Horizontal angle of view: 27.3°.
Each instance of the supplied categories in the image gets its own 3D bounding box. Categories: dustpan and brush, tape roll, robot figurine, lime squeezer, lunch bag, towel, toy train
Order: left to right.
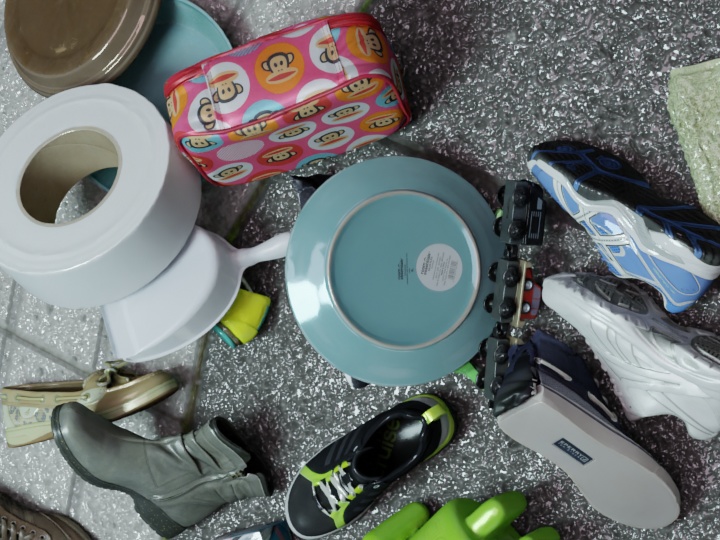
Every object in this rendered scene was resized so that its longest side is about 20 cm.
[{"bbox_3d":[-0.249,-0.068,1.341,0.202,0.071,0.203,-9,59,16],"label":"tape roll"},{"bbox_3d":[-0.138,-0.003,1.349,0.200,0.057,0.140,-24,62,5],"label":"dustpan and brush"},{"bbox_3d":[-0.057,-0.139,1.295,0.200,0.176,0.082,-17,72,7],"label":"lunch bag"},{"bbox_3d":[0.079,0.279,1.281,0.175,0.116,0.200,46,107,15],"label":"robot figurine"},{"bbox_3d":[0.103,0.048,1.307,0.071,0.038,0.200,-7,88,22],"label":"lime squeezer"},{"bbox_3d":[0.132,0.022,1.271,0.034,0.046,0.200,18,104,59],"label":"toy train"},{"bbox_3d":[0.340,-0.089,1.208,0.148,0.036,0.200,-18,85,22],"label":"towel"}]

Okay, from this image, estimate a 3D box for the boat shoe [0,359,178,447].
[{"bbox_3d":[-0.270,0.123,1.439,0.200,0.073,0.063,-17,88,22],"label":"boat shoe"}]

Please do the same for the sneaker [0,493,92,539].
[{"bbox_3d":[-0.358,0.265,1.478,0.200,0.076,0.071,22,100,20],"label":"sneaker"}]

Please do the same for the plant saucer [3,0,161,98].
[{"bbox_3d":[-0.273,-0.262,1.423,0.200,0.029,0.200,-9,73,32],"label":"plant saucer"}]

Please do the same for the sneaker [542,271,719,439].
[{"bbox_3d":[0.227,0.076,1.239,0.200,0.078,0.099,34,119,25],"label":"sneaker"}]

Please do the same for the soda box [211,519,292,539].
[{"bbox_3d":[-0.084,0.339,1.377,0.068,0.064,0.200,-16,86,22],"label":"soda box"}]

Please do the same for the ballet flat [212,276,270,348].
[{"bbox_3d":[-0.167,-0.007,1.407,0.200,0.067,0.067,38,83,14],"label":"ballet flat"}]

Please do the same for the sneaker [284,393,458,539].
[{"bbox_3d":[-0.002,0.172,1.328,0.200,0.083,0.072,-41,77,18],"label":"sneaker"}]

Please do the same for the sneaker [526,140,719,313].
[{"bbox_3d":[0.212,-0.040,1.240,0.200,0.076,0.077,41,133,29],"label":"sneaker"}]

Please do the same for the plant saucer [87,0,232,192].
[{"bbox_3d":[-0.195,-0.164,1.421,0.200,0.036,0.200,1,92,23],"label":"plant saucer"}]

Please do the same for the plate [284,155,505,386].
[{"bbox_3d":[0.035,0.000,1.269,0.200,0.026,0.200,1,87,-12],"label":"plate"}]

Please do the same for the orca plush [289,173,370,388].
[{"bbox_3d":[0.000,0.000,1.324,0.071,0.105,0.200,-18,63,12],"label":"orca plush"}]

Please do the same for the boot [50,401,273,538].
[{"bbox_3d":[-0.178,0.162,1.367,0.131,0.200,0.068,-29,38,21],"label":"boot"}]

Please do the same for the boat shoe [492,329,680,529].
[{"bbox_3d":[0.197,0.130,1.244,0.200,0.093,0.075,40,128,-23],"label":"boat shoe"}]
